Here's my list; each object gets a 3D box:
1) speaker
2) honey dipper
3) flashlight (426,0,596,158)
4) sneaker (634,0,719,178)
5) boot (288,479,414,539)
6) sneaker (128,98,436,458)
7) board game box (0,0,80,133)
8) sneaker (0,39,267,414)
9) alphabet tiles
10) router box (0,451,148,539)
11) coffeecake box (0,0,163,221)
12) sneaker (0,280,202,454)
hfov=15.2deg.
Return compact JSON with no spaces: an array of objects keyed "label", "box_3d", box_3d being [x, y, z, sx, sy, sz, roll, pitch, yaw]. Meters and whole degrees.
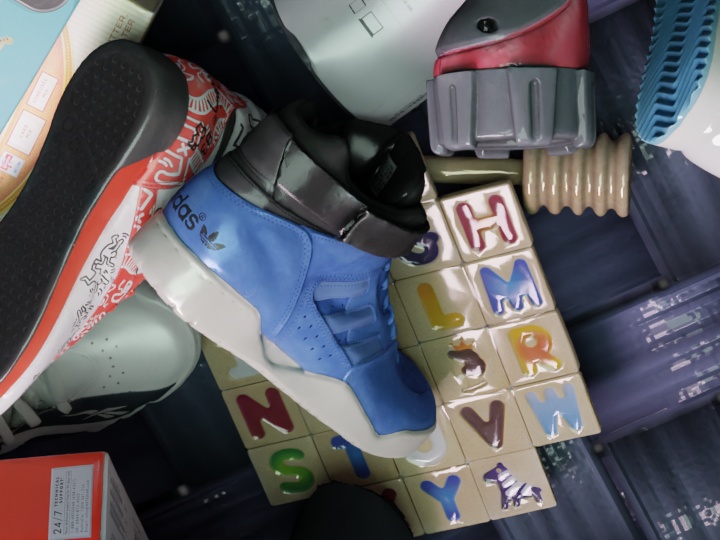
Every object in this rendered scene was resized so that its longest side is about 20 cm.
[{"label":"speaker","box_3d":[0.063,-0.147,1.132,0.200,0.081,0.081,-37,104,16]},{"label":"honey dipper","box_3d":[0.020,-0.047,1.201,0.199,0.038,0.038,3,111,8]},{"label":"flashlight","box_3d":[0.056,-0.145,1.057,0.068,0.068,0.201,-4,88,21]},{"label":"sneaker","box_3d":[0.168,-0.105,1.086,0.081,0.200,0.077,29,139,-10]},{"label":"boot","box_3d":[-0.039,0.152,1.186,0.076,0.168,0.200,7,137,24]},{"label":"sneaker","box_3d":[0.001,0.001,1.142,0.111,0.077,0.200,-44,135,7]},{"label":"board game box","box_3d":[-0.208,-0.100,1.109,0.151,0.047,0.200,31,113,-8]},{"label":"sneaker","box_3d":[-0.113,0.002,1.150,0.067,0.108,0.202,41,103,34]},{"label":"alphabet tiles","box_3d":[0.011,0.036,1.226,0.166,0.006,0.200,-13,116,18]},{"label":"router box","box_3d":[-0.178,0.153,1.198,0.179,0.049,0.200,-6,148,7]},{"label":"coffeecake box","box_3d":[-0.204,-0.105,1.173,0.200,0.073,0.154,27,112,-6]},{"label":"sneaker","box_3d":[-0.174,0.062,1.201,0.199,0.130,0.080,-4,112,9]}]
